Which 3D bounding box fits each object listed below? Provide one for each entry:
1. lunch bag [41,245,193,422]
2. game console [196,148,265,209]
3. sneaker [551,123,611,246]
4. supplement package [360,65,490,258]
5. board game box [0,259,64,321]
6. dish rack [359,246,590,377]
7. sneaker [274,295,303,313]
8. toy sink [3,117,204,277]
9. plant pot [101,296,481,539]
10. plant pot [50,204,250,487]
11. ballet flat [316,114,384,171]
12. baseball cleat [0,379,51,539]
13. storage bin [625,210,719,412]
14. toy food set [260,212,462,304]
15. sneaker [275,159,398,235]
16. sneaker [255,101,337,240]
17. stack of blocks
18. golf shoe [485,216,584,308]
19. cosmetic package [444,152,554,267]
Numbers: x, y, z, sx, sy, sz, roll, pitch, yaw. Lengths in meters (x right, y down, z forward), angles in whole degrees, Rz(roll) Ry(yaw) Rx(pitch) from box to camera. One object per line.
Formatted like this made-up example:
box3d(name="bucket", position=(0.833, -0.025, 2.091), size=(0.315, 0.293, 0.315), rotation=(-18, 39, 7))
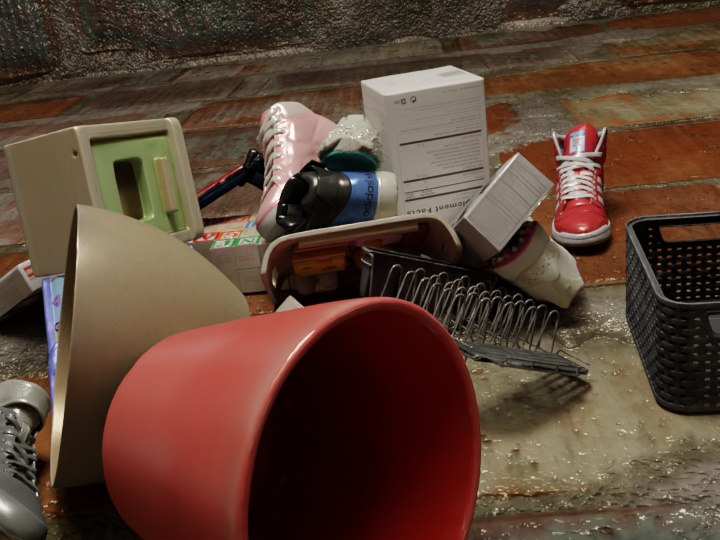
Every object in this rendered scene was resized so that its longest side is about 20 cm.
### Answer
box3d(name="lunch bag", position=(-0.205, 0.081, 0.823), size=(0.148, 0.095, 0.201), rotation=(-13, 36, -12))
box3d(name="game console", position=(-0.143, -0.079, 1.167), size=(0.170, 0.120, 0.200), rotation=(27, -5, -10))
box3d(name="sneaker", position=(0.263, -0.108, 1.080), size=(0.070, 0.115, 0.200), rotation=(-2, 22, 13))
box3d(name="supplement package", position=(0.079, -0.123, 1.057), size=(0.117, 0.204, 0.121), rotation=(-11, 21, -10))
box3d(name="board game box", position=(-0.342, -0.005, 1.051), size=(0.125, 0.035, 0.199), rotation=(-28, 6, 39))
box3d(name="dish rack", position=(0.100, 0.038, 0.781), size=(0.151, 0.056, 0.199), rotation=(9, 11, -33))
box3d(name="sneaker", position=(-0.018, 0.108, 0.677), size=(0.080, 0.071, 0.200), rotation=(-45, 55, -4))
box3d(name="toy sink", position=(-0.241, -0.082, 0.929), size=(0.110, 0.133, 0.199), rotation=(-8, 7, 28))
box3d(name="plant pot", position=(-0.052, 0.112, 0.549), size=(0.175, 0.204, 0.199), rotation=(1, 21, 43))
box3d(name="plant pot", position=(-0.156, 0.060, 0.679), size=(0.132, 0.204, 0.200), rotation=(6, 16, -20))
box3d(name="ballet flat", position=(-0.009, -0.129, 0.965), size=(0.070, 0.073, 0.200), rotation=(-7, -8, 0))
box3d(name="baseball cleat", position=(-0.266, 0.134, 0.672), size=(0.198, 0.070, 0.107), rotation=(17, 57, 46))
box3d(name="storage bin", position=(0.303, 0.027, 0.760), size=(0.132, 0.096, 0.201), rotation=(-4, 21, 9))
box3d(name="toy food set", position=(0.000, 0.000, 0.924), size=(0.196, 0.062, 0.144), rotation=(-9, -13, -1))
box3d(name="sneaker", position=(-0.039, -0.061, 0.952), size=(0.109, 0.078, 0.200), rotation=(5, -10, -14))
box3d(name="sneaker", position=(-0.091, -0.121, 1.028), size=(0.104, 0.076, 0.201), rotation=(37, 46, -3))
box3d(name="stack of blocks", position=(-0.147, -0.020, 1.065), size=(0.196, 0.060, 0.115), rotation=(-5, 21, 6))
box3d(name="golf shoe", position=(0.179, -0.003, 0.926), size=(0.091, 0.076, 0.200), rotation=(40, 10, 1))
box3d(name="cosmetic package", position=(0.127, -0.052, 0.908), size=(0.083, 0.051, 0.200), rotation=(-47, -2, -8))
